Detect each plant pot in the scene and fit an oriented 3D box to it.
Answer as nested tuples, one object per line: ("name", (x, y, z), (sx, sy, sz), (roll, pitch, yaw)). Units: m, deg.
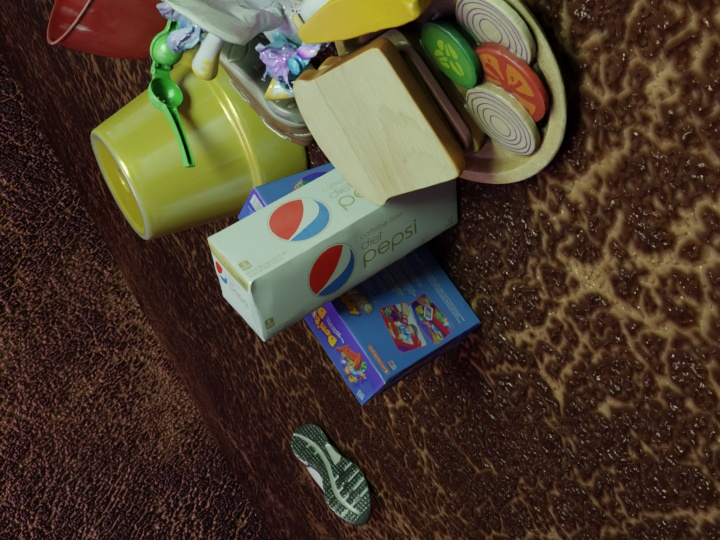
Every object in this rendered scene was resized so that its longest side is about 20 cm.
("plant pot", (-0.186, -0.135, 0.935), (0.201, 0.187, 0.203), (46, 154, 31))

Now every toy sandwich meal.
("toy sandwich meal", (0.038, -0.117, 0.547), (0.203, 0.070, 0.207), (33, 154, 18))

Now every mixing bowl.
("mixing bowl", (-0.231, -0.300, 0.876), (0.107, 0.204, 0.199), (26, 178, -33))

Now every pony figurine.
("pony figurine", (-0.080, -0.214, 0.644), (0.191, 0.170, 0.199), (29, 157, -26))

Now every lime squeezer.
("lime squeezer", (-0.186, -0.202, 0.824), (0.070, 0.037, 0.205), (180, 91, -64))

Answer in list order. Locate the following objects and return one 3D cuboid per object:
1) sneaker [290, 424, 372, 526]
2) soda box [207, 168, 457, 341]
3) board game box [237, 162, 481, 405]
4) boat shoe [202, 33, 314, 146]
("sneaker", (-0.037, 0.338, 1.378), (0.200, 0.073, 0.081), (48, 171, 40))
("soda box", (-0.017, -0.032, 0.664), (0.068, 0.198, 0.065), (40, 152, 39))
("board game box", (0.000, 0.000, 0.749), (0.202, 0.133, 0.045), (55, 138, 13))
("boat shoe", (-0.101, -0.198, 0.823), (0.202, 0.075, 0.072), (56, 165, 24))
